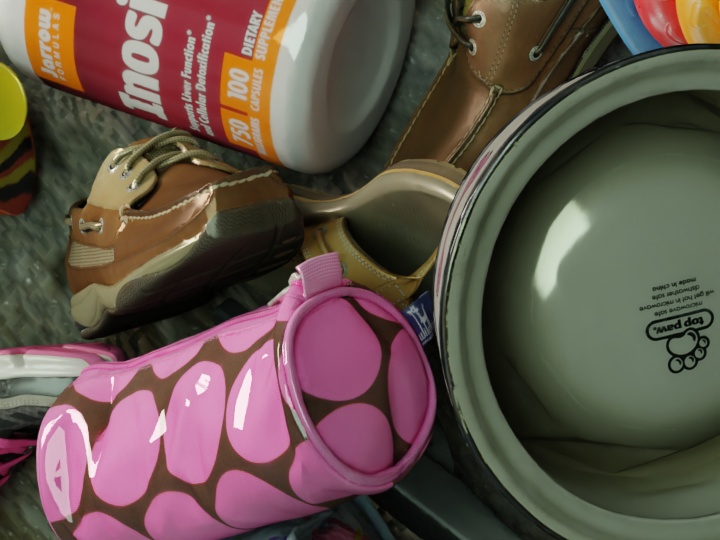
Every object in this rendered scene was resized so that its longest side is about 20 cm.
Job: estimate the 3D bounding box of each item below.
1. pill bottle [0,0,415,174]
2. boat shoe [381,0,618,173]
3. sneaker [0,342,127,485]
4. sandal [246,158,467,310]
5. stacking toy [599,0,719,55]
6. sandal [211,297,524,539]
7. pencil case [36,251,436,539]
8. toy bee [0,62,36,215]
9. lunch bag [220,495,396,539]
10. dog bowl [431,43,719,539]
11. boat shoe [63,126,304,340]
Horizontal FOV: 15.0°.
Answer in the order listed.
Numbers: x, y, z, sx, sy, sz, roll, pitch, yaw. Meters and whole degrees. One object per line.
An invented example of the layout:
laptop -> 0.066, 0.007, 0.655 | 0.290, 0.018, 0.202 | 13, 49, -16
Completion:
pill bottle -> -0.086, -0.122, 1.205 | 0.200, 0.113, 0.113 | 19, 95, 21
boat shoe -> 0.064, -0.104, 1.159 | 0.200, 0.068, 0.072 | -53, 36, 4
sneaker -> -0.185, 0.089, 1.259 | 0.200, 0.074, 0.087 | -18, 82, 24
sandal -> 0.000, 0.000, 1.152 | 0.200, 0.054, 0.080 | 0, 131, 51
stacking toy -> 0.187, -0.106, 1.054 | 0.116, 0.110, 0.200 | -44, 40, -6
sandal -> 0.019, 0.075, 1.190 | 0.200, 0.075, 0.048 | 40, 77, 10
pencil case -> -0.057, 0.061, 1.127 | 0.200, 0.091, 0.094 | -23, 96, 46
toy bee -> -0.207, -0.085, 1.203 | 0.131, 0.200, 0.109 | 9, 90, 11
lunch bag -> -0.030, 0.213, 1.165 | 0.170, 0.127, 0.200 | -29, 99, 18
dog bowl -> 0.118, 0.008, 1.050 | 0.200, 0.074, 0.200 | -3, 102, -13
boat shoe -> -0.087, -0.021, 1.170 | 0.200, 0.076, 0.074 | -24, 81, 64
